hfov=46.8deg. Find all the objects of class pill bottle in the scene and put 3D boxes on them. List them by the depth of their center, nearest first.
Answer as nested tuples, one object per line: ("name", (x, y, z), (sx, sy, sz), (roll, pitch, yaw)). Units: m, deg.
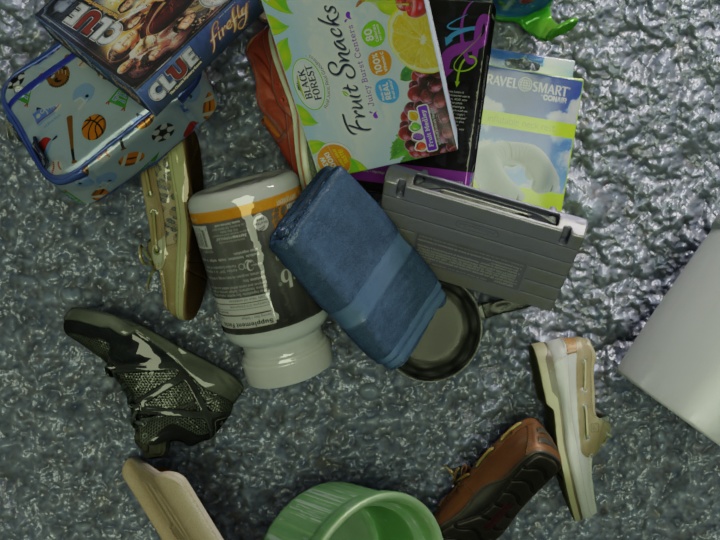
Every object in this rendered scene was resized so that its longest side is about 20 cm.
("pill bottle", (-0.095, 0.008, 0.842), (0.115, 0.116, 0.202), (-15, 104, -2))

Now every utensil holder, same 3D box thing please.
("utensil holder", (0.386, 0.069, 0.859), (0.169, 0.170, 0.201), (34, 96, -6))

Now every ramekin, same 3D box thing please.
("ramekin", (-0.014, 0.316, 0.851), (0.198, 0.097, 0.203), (-4, 96, -40))

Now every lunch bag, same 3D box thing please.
("lunch bag", (-0.252, -0.173, 0.822), (0.199, 0.076, 0.161), (-34, 70, -1))

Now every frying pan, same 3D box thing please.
("frying pan", (0.104, 0.038, 0.904), (0.190, 0.031, 0.115), (-39, 96, -2))

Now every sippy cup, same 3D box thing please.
("sippy cup", (0.159, -0.326, 0.822), (0.177, 0.130, 0.141), (29, 94, -6))

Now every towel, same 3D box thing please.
("towel", (0.000, 0.000, 0.817), (0.112, 0.048, 0.200), (-53, 124, -19))

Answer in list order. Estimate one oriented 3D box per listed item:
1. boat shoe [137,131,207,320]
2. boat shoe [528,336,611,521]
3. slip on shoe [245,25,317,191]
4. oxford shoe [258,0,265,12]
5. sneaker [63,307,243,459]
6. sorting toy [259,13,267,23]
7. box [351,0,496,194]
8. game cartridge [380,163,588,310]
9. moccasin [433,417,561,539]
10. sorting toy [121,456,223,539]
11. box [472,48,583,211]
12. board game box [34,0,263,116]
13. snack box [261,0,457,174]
("boat shoe", (-0.197, -0.049, 0.862), (0.062, 0.073, 0.203), (-3, 84, 6))
("boat shoe", (0.237, 0.172, 0.904), (0.068, 0.075, 0.202), (-12, 97, 1))
("slip on shoe", (-0.069, -0.153, 0.864), (0.061, 0.074, 0.202), (-8, 105, 33))
("oxford shoe", (-0.039, -0.251, 0.806), (0.198, 0.071, 0.075), (26, 116, -15))
("sneaker", (-0.231, 0.120, 0.858), (0.198, 0.076, 0.115), (31, 70, -10))
("sorting toy", (-0.101, -0.396, 0.829), (0.199, 0.070, 0.200), (43, 92, -7))
("box", (0.056, -0.176, 0.855), (0.141, 0.036, 0.203), (9, 96, 17))
("game cartridge", (0.114, -0.031, 0.841), (0.198, 0.130, 0.039), (17, 57, 7))
("moccasin", (0.130, 0.239, 0.905), (0.073, 0.078, 0.202), (26, 113, -21))
("sorting toy", (-0.166, 0.270, 0.842), (0.036, 0.200, 0.186), (-33, 97, -28))
("box", (0.162, -0.132, 0.883), (0.120, 0.048, 0.203), (8, 96, -4))
("board game box", (-0.198, -0.235, 0.761), (0.136, 0.035, 0.199), (-47, 54, -9))
("snack box", (0.002, -0.194, 0.768), (0.141, 0.053, 0.202), (-10, 123, 13))
